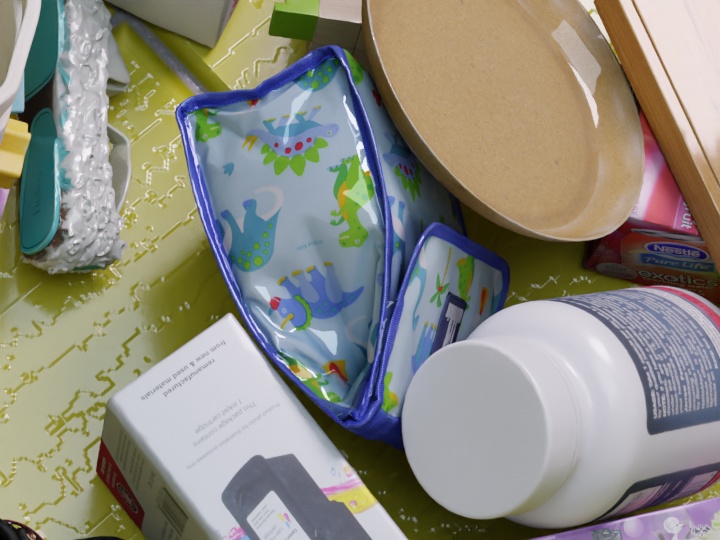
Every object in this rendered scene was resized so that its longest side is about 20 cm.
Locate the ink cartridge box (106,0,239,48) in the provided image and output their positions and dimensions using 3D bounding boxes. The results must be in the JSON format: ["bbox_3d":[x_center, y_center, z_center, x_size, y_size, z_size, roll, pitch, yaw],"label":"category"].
[{"bbox_3d":[-0.071,-0.248,1.514,0.085,0.146,0.200,27,69,0],"label":"ink cartridge box"}]

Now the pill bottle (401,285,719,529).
[{"bbox_3d":[0.114,0.072,1.393,0.200,0.120,0.120,-5,65,-54],"label":"pill bottle"}]

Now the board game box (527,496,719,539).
[{"bbox_3d":[0.127,0.156,1.416,0.200,0.120,0.032,-11,79,-13],"label":"board game box"}]

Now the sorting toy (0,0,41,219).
[{"bbox_3d":[-0.216,-0.075,1.391,0.107,0.180,0.200,23,51,-16],"label":"sorting toy"}]

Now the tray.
[{"bbox_3d":[0.215,-0.082,1.457,0.098,0.037,0.200,-20,77,-16],"label":"tray"}]

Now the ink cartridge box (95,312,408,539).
[{"bbox_3d":[-0.045,0.141,1.380,0.083,0.146,0.200,-36,80,-18],"label":"ink cartridge box"}]

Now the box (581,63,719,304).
[{"bbox_3d":[0.201,-0.092,1.528,0.100,0.095,0.200,15,69,-4],"label":"box"}]

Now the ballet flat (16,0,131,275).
[{"bbox_3d":[-0.161,-0.089,1.496,0.072,0.072,0.200,1,73,-8],"label":"ballet flat"}]

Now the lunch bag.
[{"bbox_3d":[0.000,0.000,1.412,0.127,0.170,0.200,-19,74,16],"label":"lunch bag"}]

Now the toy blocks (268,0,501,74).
[{"bbox_3d":[0.048,-0.177,1.547,0.200,0.100,0.137,7,58,-7],"label":"toy blocks"}]

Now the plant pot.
[{"bbox_3d":[0.072,-0.099,1.412,0.200,0.027,0.200,25,48,-32],"label":"plant pot"}]

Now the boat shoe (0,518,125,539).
[{"bbox_3d":[-0.178,0.158,1.343,0.074,0.201,0.063,7,98,35],"label":"boat shoe"}]
